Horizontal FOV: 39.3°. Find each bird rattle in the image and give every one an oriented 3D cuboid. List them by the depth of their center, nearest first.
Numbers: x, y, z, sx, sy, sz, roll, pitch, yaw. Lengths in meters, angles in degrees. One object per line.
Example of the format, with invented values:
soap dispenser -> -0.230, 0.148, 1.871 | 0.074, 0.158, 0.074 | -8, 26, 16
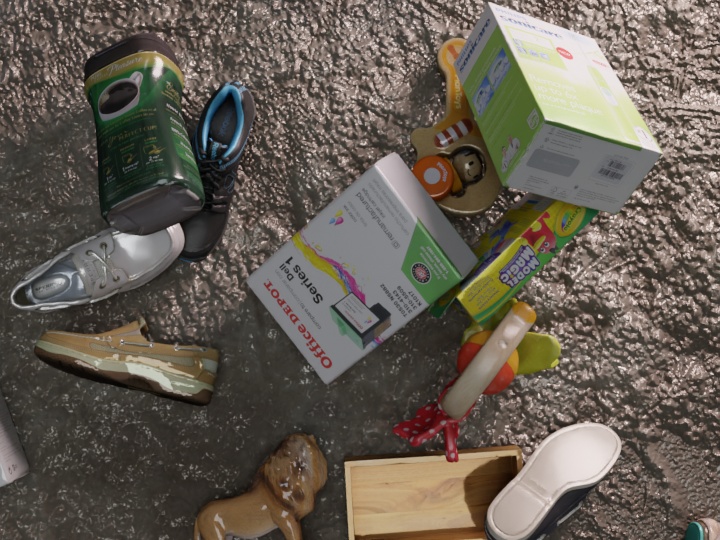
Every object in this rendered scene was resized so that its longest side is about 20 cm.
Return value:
bird rattle -> 0.119, 0.104, 1.059 | 0.199, 0.164, 0.113 | -40, 76, -21

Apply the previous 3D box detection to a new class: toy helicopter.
toy helicopter -> 0.119, -0.159, 1.108 | 0.129, 0.079, 0.204 | -2, 77, 4

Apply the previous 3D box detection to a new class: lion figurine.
lion figurine -> -0.119, 0.267, 1.097 | 0.197, 0.072, 0.124 | -24, 83, 2

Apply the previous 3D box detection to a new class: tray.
tray -> 0.082, 0.253, 1.120 | 0.195, 0.037, 0.101 | -3, 90, -3

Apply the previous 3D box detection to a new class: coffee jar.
coffee jar -> -0.228, -0.146, 1.053 | 0.103, 0.085, 0.203 | -20, 65, 14

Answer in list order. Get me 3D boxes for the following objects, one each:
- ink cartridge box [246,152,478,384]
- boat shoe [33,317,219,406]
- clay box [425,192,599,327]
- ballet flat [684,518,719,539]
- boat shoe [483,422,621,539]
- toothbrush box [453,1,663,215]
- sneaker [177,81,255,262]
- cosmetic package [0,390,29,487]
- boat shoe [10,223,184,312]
ink cartridge box -> 0.000, 0.000, 1.056 | 0.199, 0.084, 0.146 | -39, 90, 25
boat shoe -> -0.251, 0.088, 1.101 | 0.196, 0.072, 0.078 | 16, 75, -9
clay box -> 0.154, -0.013, 1.083 | 0.200, 0.115, 0.048 | -45, 100, -1
ballet flat -> 0.383, 0.380, 1.117 | 0.066, 0.068, 0.204 | 13, 91, -9
boat shoe -> 0.207, 0.239, 1.100 | 0.198, 0.063, 0.072 | -33, 56, -29
toothbrush box -> 0.194, -0.166, 1.025 | 0.143, 0.202, 0.087 | 12, 130, -24
sneaker -> -0.167, -0.109, 1.090 | 0.072, 0.082, 0.204 | 15, 91, -5
cosmetic package -> -0.448, 0.146, 1.080 | 0.111, 0.081, 0.204 | -18, 89, -2
boat shoe -> -0.281, 0.000, 1.075 | 0.197, 0.069, 0.072 | -25, 96, 9
